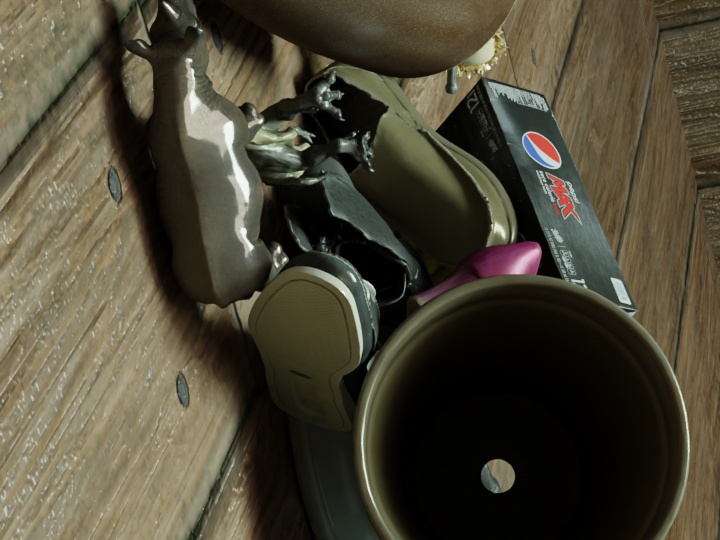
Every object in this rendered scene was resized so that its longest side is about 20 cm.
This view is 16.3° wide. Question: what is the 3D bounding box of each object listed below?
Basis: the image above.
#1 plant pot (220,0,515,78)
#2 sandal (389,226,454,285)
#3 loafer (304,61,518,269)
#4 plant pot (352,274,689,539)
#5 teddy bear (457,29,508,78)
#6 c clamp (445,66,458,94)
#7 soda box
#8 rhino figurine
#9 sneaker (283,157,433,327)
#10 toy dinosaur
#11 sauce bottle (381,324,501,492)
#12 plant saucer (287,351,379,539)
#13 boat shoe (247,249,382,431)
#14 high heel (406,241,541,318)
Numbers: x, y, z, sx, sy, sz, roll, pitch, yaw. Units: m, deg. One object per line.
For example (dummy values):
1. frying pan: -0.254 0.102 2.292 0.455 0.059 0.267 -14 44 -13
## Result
1. plant pot: -0.023 -0.216 1.562 0.200 0.187 0.188 -3 82 -56
2. sandal: 0.073 -0.014 1.803 0.200 0.079 0.087 53 18 0
3. loafer: 0.026 -0.068 1.711 0.200 0.076 0.067 46 28 26
4. plant pot: 0.091 0.115 1.538 0.174 0.199 0.201 101 -19 -79
5. teddy bear: 0.048 -0.228 1.762 0.067 0.145 0.201 103 -31 -78
6. c clamp: 0.003 -0.229 1.690 0.027 0.200 0.171 -10 117 -42
7. soda box: 0.117 -0.034 1.726 0.063 0.071 0.200 11 46 -35
8. rhino figurine: -0.089 -0.073 1.395 0.087 0.060 0.201 -60 141 -67
9. sneaker: 0.003 -0.002 1.639 0.200 0.060 0.104 52 7 -42
10. toy dinosaur: -0.045 -0.082 1.515 0.200 0.088 0.048 36 46 -69
11. sauce bottle: 0.056 0.104 1.807 0.065 0.065 0.200 -85 160 -46
12. plant saucer: 0.006 0.111 1.642 0.200 0.050 0.201 -11 90 -74
13. boat shoe: -0.021 0.029 1.473 0.200 0.072 0.068 89 25 -67
14. high heel: 0.077 0.057 1.692 0.067 0.096 0.200 50 -22 35
